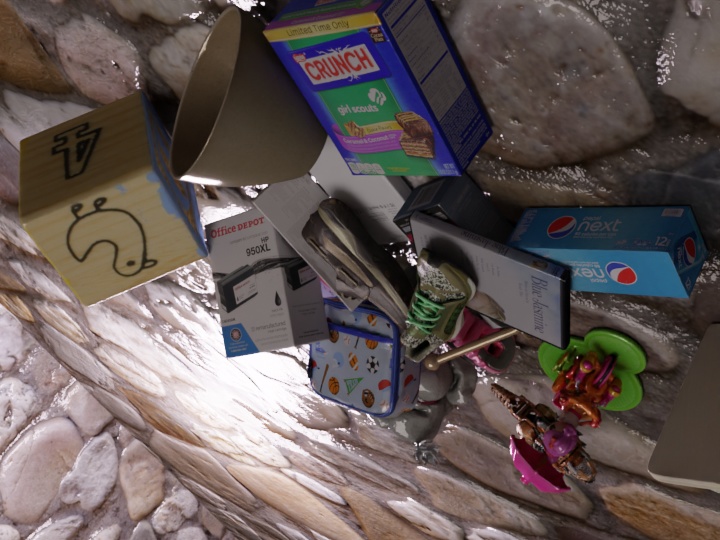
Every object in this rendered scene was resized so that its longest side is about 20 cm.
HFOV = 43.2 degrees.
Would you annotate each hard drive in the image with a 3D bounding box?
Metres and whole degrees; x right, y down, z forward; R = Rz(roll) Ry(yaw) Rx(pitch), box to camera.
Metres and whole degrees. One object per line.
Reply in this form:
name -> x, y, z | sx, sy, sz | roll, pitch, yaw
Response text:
hard drive -> -0.003, -0.115, 1.156 | 0.131, 0.027, 0.200 | -4, 134, 53

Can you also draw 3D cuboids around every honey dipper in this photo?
honey dipper -> 0.165, 0.090, 1.182 | 0.198, 0.038, 0.038 | -24, 121, 30

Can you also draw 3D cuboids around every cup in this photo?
cup -> -0.117, -0.178, 1.042 | 0.142, 0.204, 0.199 | 19, 161, -26

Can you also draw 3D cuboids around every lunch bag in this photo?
lunch bag -> -0.001, 0.115, 1.302 | 0.198, 0.075, 0.163 | 11, 103, 45

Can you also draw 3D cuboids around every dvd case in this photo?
dvd case -> 0.150, 0.013, 1.050 | 0.198, 0.018, 0.144 | 23, 151, 27

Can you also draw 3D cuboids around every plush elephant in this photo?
plush elephant -> 0.088, 0.179, 1.403 | 0.162, 0.157, 0.200 | 5, -155, -26

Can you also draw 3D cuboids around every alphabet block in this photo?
alphabet block -> -0.357, -0.104, 1.316 | 0.198, 0.197, 0.197 | -111, -2, -45

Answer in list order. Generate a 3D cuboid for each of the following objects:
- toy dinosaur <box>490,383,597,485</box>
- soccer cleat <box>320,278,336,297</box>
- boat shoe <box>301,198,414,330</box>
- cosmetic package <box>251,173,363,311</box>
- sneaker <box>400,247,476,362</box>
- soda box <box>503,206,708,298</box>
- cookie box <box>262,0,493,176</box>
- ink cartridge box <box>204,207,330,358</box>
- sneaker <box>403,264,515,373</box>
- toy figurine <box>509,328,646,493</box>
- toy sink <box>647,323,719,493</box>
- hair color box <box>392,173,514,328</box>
toy dinosaur -> 0.267, 0.231, 1.313 | 0.136, 0.101, 0.202 | 59, -172, -54
soccer cleat -> -0.062, 0.019, 1.416 | 0.199, 0.066, 0.077 | 32, 124, 19
boat shoe -> 0.000, 0.000, 1.188 | 0.073, 0.074, 0.201 | -38, 90, 22
cosmetic package -> -0.052, -0.047, 1.232 | 0.200, 0.082, 0.051 | 49, 178, -12
sneaker -> 0.084, 0.052, 1.077 | 0.076, 0.089, 0.201 | 28, 155, 20
soda box -> 0.255, -0.022, 0.961 | 0.198, 0.065, 0.068 | 4, 140, 47
cookie box -> 0.019, -0.197, 0.946 | 0.170, 0.076, 0.201 | 7, 140, 45
ink cartridge box -> -0.137, 0.014, 1.310 | 0.143, 0.084, 0.204 | -13, 86, 38
sneaker -> 0.122, 0.071, 1.268 | 0.200, 0.079, 0.095 | 44, 164, -12
toy figurine -> 0.267, 0.192, 1.155 | 0.149, 0.185, 0.201 | 33, 153, 4
toy sink -> 0.406, 0.165, 0.931 | 0.112, 0.201, 0.129 | 48, 150, -24
hair color box -> 0.143, -0.020, 1.098 | 0.200, 0.061, 0.099 | 45, 152, -18
